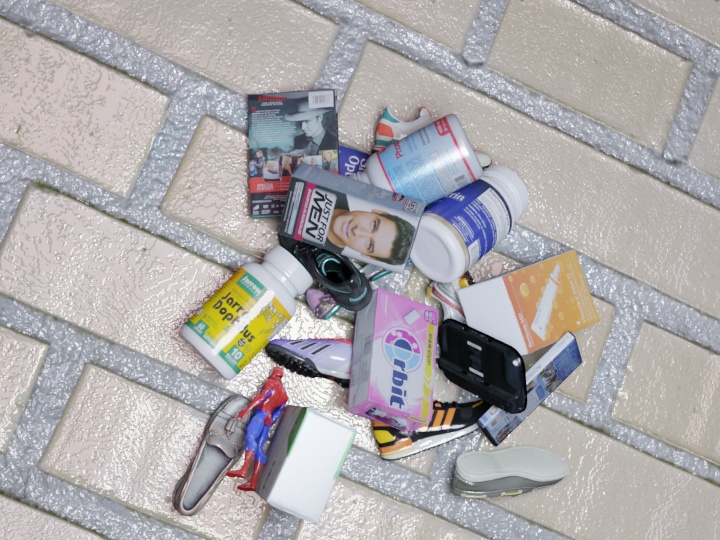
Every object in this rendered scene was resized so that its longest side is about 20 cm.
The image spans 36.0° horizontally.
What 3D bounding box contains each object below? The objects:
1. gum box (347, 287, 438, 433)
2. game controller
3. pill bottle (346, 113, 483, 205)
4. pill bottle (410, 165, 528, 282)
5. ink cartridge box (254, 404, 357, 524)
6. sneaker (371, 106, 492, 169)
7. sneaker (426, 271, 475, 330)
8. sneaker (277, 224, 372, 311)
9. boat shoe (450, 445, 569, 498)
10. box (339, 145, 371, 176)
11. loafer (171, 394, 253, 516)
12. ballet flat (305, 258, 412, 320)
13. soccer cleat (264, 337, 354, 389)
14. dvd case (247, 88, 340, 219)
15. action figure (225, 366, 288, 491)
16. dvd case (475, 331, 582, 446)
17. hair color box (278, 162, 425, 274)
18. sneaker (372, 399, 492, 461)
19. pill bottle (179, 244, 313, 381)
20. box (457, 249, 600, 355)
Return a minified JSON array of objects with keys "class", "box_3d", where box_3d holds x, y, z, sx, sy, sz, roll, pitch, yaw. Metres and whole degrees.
[{"class":"gum box","box_3d":[0.051,0.141,1.690,0.113,0.066,0.201,20,58,-24]},{"class":"game controller","box_3d":[0.181,0.142,1.666,0.042,0.200,0.105,-8,108,-31]},{"class":"pill bottle","box_3d":[0.080,-0.150,1.699,0.199,0.109,0.109,-26,90,8]},{"class":"pill bottle","box_3d":[0.170,-0.078,1.735,0.200,0.116,0.116,-38,92,-33]},{"class":"ink cartridge box","box_3d":[-0.087,0.280,1.632,0.087,0.200,0.146,25,80,-11]},{"class":"sneaker","box_3d":[0.120,-0.214,1.784,0.199,0.070,0.094,8,89,-7]},{"class":"sneaker","box_3d":[0.170,0.094,1.771,0.082,0.078,0.201,-24,92,12]},{"class":"sneaker","box_3d":[-0.058,-0.023,1.697,0.075,0.079,0.200,-46,63,-7]},{"class":"boat shoe","box_3d":[0.236,0.325,1.759,0.201,0.072,0.061,2,125,-22]},{"class":"box","box_3d":[-0.007,-0.129,1.772,0.199,0.032,0.122,16,82,-10]},{"class":"loafer","box_3d":[-0.218,0.282,1.675,0.072,0.063,0.201,30,80,-7]},{"class":"ballet flat","box_3d":[0.000,0.000,1.746,0.199,0.069,0.071,-33,86,-8]},{"class":"soccer cleat","box_3d":[-0.051,0.133,1.726,0.199,0.068,0.074,18,69,-10]},{"class":"dvd case","box_3d":[-0.104,-0.184,1.739,0.145,0.022,0.201,-4,81,4]},{"class":"action figure","box_3d":[-0.153,0.231,1.673,0.066,0.051,0.201,56,42,-41]},{"class":"dvd case","box_3d":[0.267,0.188,1.729,0.200,0.143,0.018,-44,65,-3]},{"class":"hair color box","box_3d":[-0.013,-0.078,1.650,0.199,0.061,0.099,18,118,4]},{"class":"sneaker","box_3d":[0.114,0.226,1.739,0.199,0.070,0.090,-20,92,-10]},{"class":"pill bottle","box_3d":[-0.169,0.060,1.681,0.113,0.113,0.200,45,78,-4]},{"class":"box","box_3d":[0.264,0.056,1.727,0.199,0.097,0.125,-18,88,-43]}]
